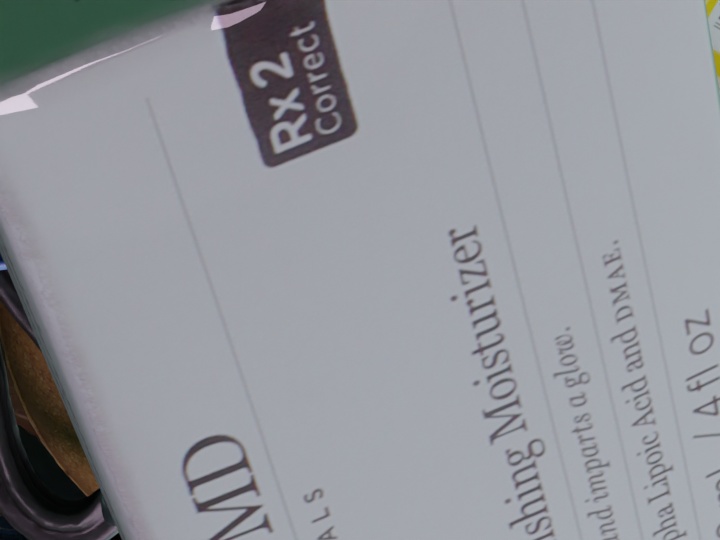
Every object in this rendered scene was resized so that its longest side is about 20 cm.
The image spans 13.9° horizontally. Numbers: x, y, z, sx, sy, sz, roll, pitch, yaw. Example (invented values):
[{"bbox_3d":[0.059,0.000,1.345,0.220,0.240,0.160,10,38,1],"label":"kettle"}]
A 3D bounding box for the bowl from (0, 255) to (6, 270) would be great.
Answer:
[{"bbox_3d":[-0.088,-0.090,0.689,0.200,0.039,0.201,-11,130,-13],"label":"bowl"}]

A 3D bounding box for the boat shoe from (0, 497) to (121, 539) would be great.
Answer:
[{"bbox_3d":[-0.092,0.110,0.865,0.199,0.072,0.072,7,119,-17],"label":"boat shoe"}]

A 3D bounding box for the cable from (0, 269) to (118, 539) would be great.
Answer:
[{"bbox_3d":[-0.112,-0.023,0.784,0.097,0.050,0.200,-40,101,8],"label":"cable"}]

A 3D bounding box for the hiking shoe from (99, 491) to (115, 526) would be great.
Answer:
[{"bbox_3d":[0.039,0.028,0.735,0.199,0.087,0.074,-4,147,13],"label":"hiking shoe"}]

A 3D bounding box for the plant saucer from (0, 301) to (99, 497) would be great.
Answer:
[{"bbox_3d":[0.000,0.000,0.817,0.200,0.035,0.201,-5,108,-14],"label":"plant saucer"}]

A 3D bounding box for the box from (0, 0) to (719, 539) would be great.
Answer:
[{"bbox_3d":[-0.015,-0.036,0.601,0.130,0.200,0.199,-22,132,-5],"label":"box"}]

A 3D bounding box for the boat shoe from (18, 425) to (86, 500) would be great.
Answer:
[{"bbox_3d":[-0.158,0.067,0.919,0.200,0.071,0.070,13,160,-26],"label":"boat shoe"}]

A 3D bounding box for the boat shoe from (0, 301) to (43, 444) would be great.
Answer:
[{"bbox_3d":[-0.075,0.018,0.870,0.200,0.063,0.073,29,144,-33],"label":"boat shoe"}]

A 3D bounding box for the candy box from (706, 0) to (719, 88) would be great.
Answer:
[{"bbox_3d":[0.143,-0.111,0.724,0.102,0.026,0.200,25,98,-42],"label":"candy box"}]
